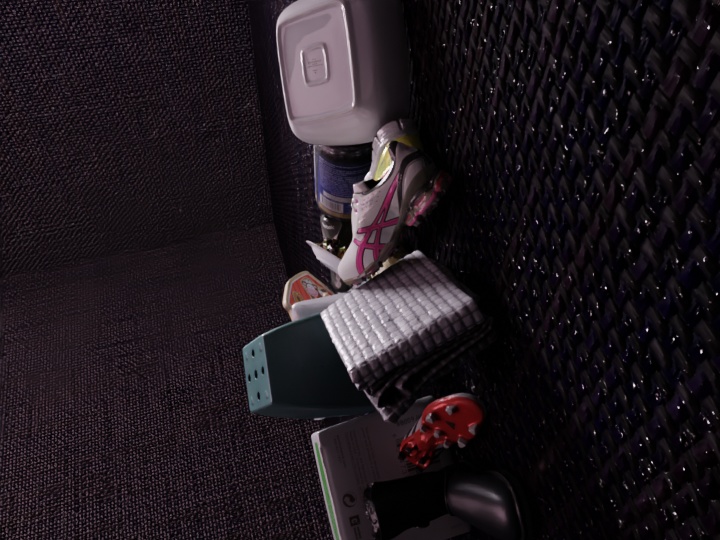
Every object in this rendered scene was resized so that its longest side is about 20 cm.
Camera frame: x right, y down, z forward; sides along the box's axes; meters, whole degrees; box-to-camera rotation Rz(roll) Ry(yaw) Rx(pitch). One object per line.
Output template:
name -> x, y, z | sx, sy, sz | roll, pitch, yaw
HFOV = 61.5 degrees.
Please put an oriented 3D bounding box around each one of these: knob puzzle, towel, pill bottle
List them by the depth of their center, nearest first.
towel -> 0.051, 0.069, 0.705 | 0.087, 0.163, 0.200 | 62, 175, -23
pill bottle -> -0.020, -0.182, 0.955 | 0.202, 0.109, 0.113 | 94, 161, -52
knob puzzle -> -0.069, 0.075, 1.153 | 0.030, 0.217, 0.222 | -42, 46, 24

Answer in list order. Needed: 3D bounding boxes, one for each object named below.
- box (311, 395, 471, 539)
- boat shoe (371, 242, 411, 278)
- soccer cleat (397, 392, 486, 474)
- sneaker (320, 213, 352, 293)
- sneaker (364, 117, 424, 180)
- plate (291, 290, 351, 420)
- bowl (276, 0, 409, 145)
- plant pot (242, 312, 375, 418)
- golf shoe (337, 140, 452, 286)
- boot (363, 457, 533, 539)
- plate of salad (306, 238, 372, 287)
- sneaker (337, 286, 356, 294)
box -> 0.038, 0.326, 0.950 | 0.172, 0.195, 0.204 | 113, 143, -74
boat shoe -> 0.032, -0.019, 0.898 | 0.201, 0.072, 0.064 | -121, 50, -67
soccer cleat -> 0.111, 0.200, 0.803 | 0.068, 0.085, 0.201 | 35, 139, 6
sneaker -> -0.039, -0.063, 1.084 | 0.065, 0.090, 0.205 | 8, 90, 37
sneaker -> 0.048, -0.097, 0.798 | 0.202, 0.077, 0.092 | 94, 155, -58
plate -> -0.013, 0.138, 1.066 | 0.032, 0.196, 0.205 | -10, 91, 59
bowl -> -0.035, -0.266, 0.788 | 0.197, 0.074, 0.205 | 2, 104, 40
plant pot -> -0.057, 0.136, 0.855 | 0.141, 0.196, 0.145 | -33, 63, 56
golf shoe -> 0.022, -0.066, 0.728 | 0.201, 0.092, 0.073 | -51, 1, 34
boot -> 0.093, 0.285, 0.717 | 0.200, 0.164, 0.078 | 161, 96, -78
plate of salad -> 0.000, 0.000, 0.973 | 0.198, 0.049, 0.200 | 34, 177, 2
sneaker -> -0.002, 0.012, 1.161 | 0.099, 0.076, 0.205 | -152, 50, -71
